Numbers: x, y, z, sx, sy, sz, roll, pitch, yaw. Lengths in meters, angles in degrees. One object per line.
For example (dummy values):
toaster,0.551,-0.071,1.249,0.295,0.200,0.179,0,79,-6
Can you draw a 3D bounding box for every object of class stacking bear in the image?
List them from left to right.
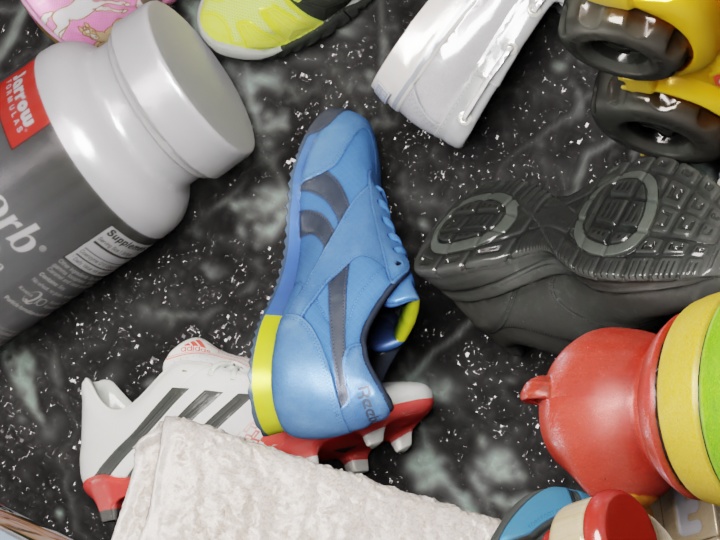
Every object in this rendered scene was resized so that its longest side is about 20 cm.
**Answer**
stacking bear,0.168,0.060,1.299,0.199,0.121,0.115,-5,81,36

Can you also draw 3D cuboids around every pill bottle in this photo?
pill bottle,-0.161,-0.047,1.552,0.199,0.116,0.116,-34,67,15

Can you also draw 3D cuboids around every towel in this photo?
towel,-0.025,0.156,1.414,0.199,0.034,0.133,16,78,-2

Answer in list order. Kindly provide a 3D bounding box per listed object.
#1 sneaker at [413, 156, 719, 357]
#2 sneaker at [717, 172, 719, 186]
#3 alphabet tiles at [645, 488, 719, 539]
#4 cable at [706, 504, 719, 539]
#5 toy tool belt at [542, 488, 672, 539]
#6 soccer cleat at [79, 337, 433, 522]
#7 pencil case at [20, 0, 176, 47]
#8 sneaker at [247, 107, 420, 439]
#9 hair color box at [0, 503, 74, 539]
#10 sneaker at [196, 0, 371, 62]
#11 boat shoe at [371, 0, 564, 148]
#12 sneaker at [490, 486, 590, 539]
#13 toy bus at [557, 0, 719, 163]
sneaker,0.118,0.002,1.406,0.199,0.091,0.076,1,47,52
sneaker,0.234,-0.015,1.329,0.199,0.078,0.087,-7,49,37
alphabet tiles,0.127,0.186,1.381,0.200,0.008,0.168,-24,67,47
cable,0.253,0.109,1.351,0.199,0.069,0.201,-8,76,23
toy tool belt,0.074,0.203,1.273,0.122,0.125,0.201,-21,64,35
soccer cleat,-0.058,0.070,1.508,0.199,0.069,0.086,-16,77,26
pencil case,-0.100,-0.201,1.577,0.200,0.086,0.083,-41,28,12
sneaker,0.000,0.000,1.469,0.078,0.066,0.201,-5,47,17
hair color box,-0.189,0.151,1.498,0.199,0.099,0.061,19,87,47
sneaker,-0.009,-0.182,1.532,0.200,0.076,0.076,-36,68,16
boat shoe,0.090,-0.149,1.488,0.068,0.072,0.200,39,87,0
sneaker,0.075,0.200,1.379,0.073,0.082,0.201,12,73,-3
toy bus,0.201,-0.122,1.354,0.191,0.200,0.136,15,74,21
